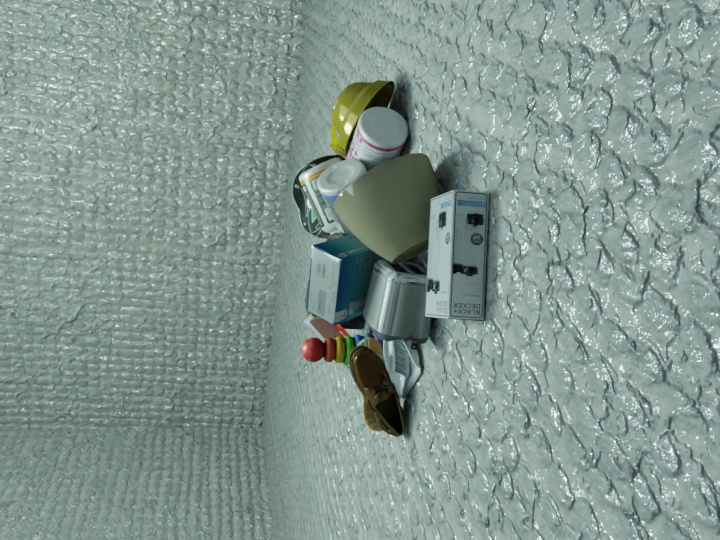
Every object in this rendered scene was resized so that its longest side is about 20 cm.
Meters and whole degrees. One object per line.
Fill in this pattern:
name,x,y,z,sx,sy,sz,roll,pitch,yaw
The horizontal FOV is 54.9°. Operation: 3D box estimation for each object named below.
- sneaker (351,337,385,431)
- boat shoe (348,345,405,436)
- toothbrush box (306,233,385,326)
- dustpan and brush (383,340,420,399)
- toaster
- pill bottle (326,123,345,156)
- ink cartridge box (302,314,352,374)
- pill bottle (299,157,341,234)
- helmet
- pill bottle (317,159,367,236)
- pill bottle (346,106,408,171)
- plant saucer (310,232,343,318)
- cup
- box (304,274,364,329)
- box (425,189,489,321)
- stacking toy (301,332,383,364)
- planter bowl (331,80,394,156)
sneaker,0.026,0.243,1.505,0.088,0.075,0.201,-17,-79,-82
boat shoe,0.042,0.242,1.395,0.201,0.072,0.068,62,167,-16
toothbrush box,-0.006,0.006,1.403,0.085,0.200,0.147,27,122,37
dustpan and brush,0.068,0.147,1.427,0.140,0.057,0.201,111,158,-53
toaster,0.075,0.057,1.314,0.200,0.113,0.130,-130,47,-73
pill bottle,-0.033,-0.369,1.885,0.200,0.104,0.105,171,102,-77
ink cartridge box,-0.045,0.183,1.669,0.044,0.200,0.174,-44,7,-12
pill bottle,-0.060,-0.163,1.692,0.201,0.116,0.116,65,168,-6
helmet,-0.076,-0.186,1.842,0.200,0.199,0.191,115,139,-57
pill bottle,-0.010,-0.138,1.560,0.114,0.113,0.200,-104,-10,-51
pill bottle,0.029,-0.263,1.575,0.200,0.113,0.114,113,156,-55
plant saucer,-0.066,0.013,1.572,0.200,0.032,0.201,-46,36,49
cup,0.070,-0.098,1.271,0.144,0.200,0.200,63,159,11
box,-0.054,0.046,1.775,0.107,0.148,0.201,-102,20,-47
box,0.153,-0.021,1.112,0.117,0.060,0.201,178,95,-77
stacking toy,-0.032,0.174,1.543,0.085,0.199,0.086,-176,90,-77
planter bowl,-0.010,-0.373,1.611,0.201,0.083,0.200,-54,-8,-10
